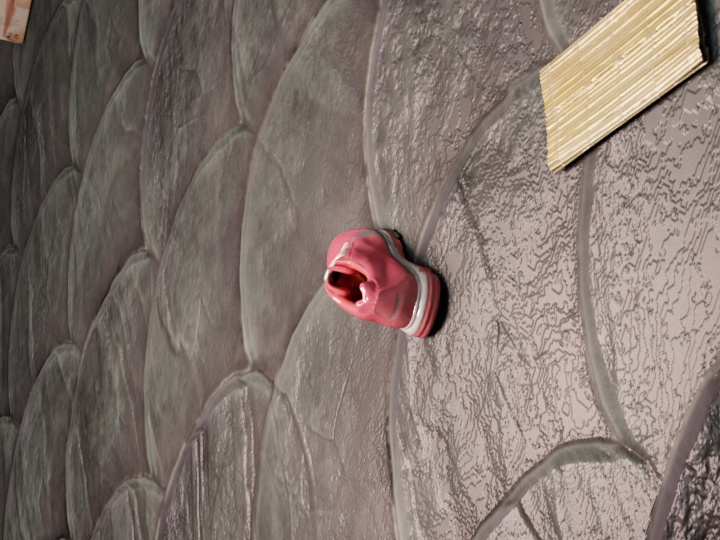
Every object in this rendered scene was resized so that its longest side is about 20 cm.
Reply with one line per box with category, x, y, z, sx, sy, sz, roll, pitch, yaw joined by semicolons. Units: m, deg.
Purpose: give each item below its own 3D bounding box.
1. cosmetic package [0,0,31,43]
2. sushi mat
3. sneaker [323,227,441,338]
cosmetic package;-0.631;-0.517;3.034;0.103;0.087;0.202;-140;62;-62
sushi mat;0.196;-0.155;1.293;0.200;0.012;0.096;-38;47;54
sneaker;0.000;0.000;1.561;0.200;0.086;0.074;35;111;62
